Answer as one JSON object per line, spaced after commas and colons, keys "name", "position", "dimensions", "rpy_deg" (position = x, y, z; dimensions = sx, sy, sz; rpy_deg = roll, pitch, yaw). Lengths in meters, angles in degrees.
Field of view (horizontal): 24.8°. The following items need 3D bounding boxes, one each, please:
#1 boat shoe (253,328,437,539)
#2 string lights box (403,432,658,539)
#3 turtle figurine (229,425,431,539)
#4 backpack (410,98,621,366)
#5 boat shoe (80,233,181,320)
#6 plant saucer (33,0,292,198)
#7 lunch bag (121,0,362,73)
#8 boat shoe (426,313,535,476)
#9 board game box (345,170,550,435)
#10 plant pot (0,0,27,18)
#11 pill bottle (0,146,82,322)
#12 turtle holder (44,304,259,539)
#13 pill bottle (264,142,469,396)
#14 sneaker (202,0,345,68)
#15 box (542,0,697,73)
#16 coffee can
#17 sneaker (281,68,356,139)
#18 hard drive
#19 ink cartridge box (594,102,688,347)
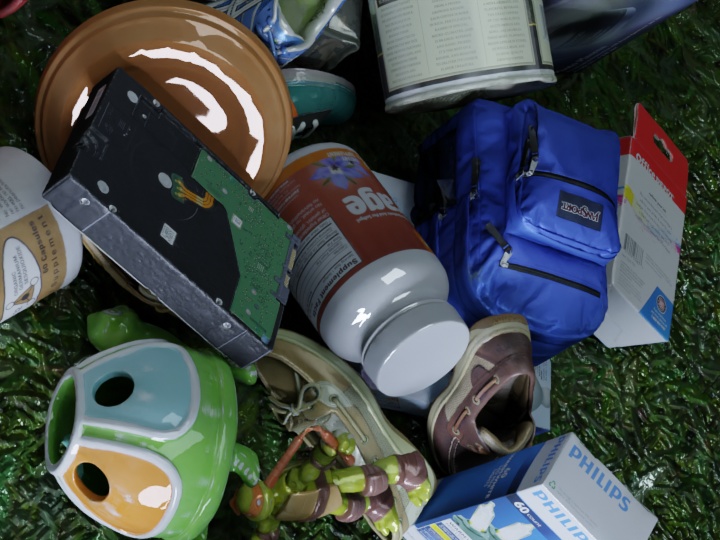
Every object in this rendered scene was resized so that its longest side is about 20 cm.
{"name": "boat shoe", "position": [-0.020, 0.132, 1.323], "dimensions": [0.201, 0.073, 0.063], "rpy_deg": [51, 50, -17]}
{"name": "string lights box", "position": [0.130, 0.203, 1.312], "dimensions": [0.103, 0.200, 0.059], "rpy_deg": [45, 55, -10]}
{"name": "turtle figurine", "position": [-0.038, 0.175, 1.241], "dimensions": [0.161, 0.200, 0.064], "rpy_deg": [3, 40, -36]}
{"name": "backpack", "position": [0.131, -0.030, 1.368], "dimensions": [0.162, 0.168, 0.200], "rpy_deg": [16, 66, -19]}
{"name": "boat shoe", "position": [-0.153, -0.002, 1.252], "dimensions": [0.200, 0.074, 0.069], "rpy_deg": [41, 15, -36]}
{"name": "plant saucer", "position": [-0.151, -0.108, 1.258], "dimensions": [0.200, 0.200, 0.037], "rpy_deg": [30, 20, -21]}
{"name": "lunch bag", "position": [-0.100, -0.268, 1.391], "dimensions": [0.200, 0.118, 0.164], "rpy_deg": [17, 62, -22]}
{"name": "boat shoe", "position": [0.105, 0.122, 1.330], "dimensions": [0.072, 0.200, 0.072], "rpy_deg": [-7, 51, -20]}
{"name": "board game box", "position": [0.076, 0.031, 1.437], "dimensions": [0.199, 0.043, 0.200], "rpy_deg": [16, 65, -29]}
{"name": "plant pot", "position": [-0.342, -0.255, 1.181], "dimensions": [0.182, 0.200, 0.201], "rpy_deg": [-30, 90, -44]}
{"name": "pill bottle", "position": [-0.306, 0.001, 1.157], "dimensions": [0.200, 0.114, 0.114], "rpy_deg": [-33, 92, -36]}
{"name": "turtle holder", "position": [-0.156, 0.103, 1.201], "dimensions": [0.132, 0.141, 0.186], "rpy_deg": [14, 67, -25]}
{"name": "pill bottle", "position": [0.000, 0.000, 1.312], "dimensions": [0.112, 0.112, 0.200], "rpy_deg": [-10, 50, -35]}
{"name": "sneaker", "position": [-0.090, -0.184, 1.283], "dimensions": [0.200, 0.077, 0.076], "rpy_deg": [-43, 114, -4]}
{"name": "box", "position": [0.174, -0.266, 1.515], "dimensions": [0.198, 0.200, 0.123], "rpy_deg": [-7, 77, -34]}
{"name": "coffee can", "position": [0.075, -0.241, 1.357], "dimensions": [0.146, 0.146, 0.200], "rpy_deg": [-9, 89, -35]}
{"name": "sneaker", "position": [-0.093, -0.122, 1.372], "dimensions": [0.200, 0.071, 0.080], "rpy_deg": [-3, 75, -25]}
{"name": "hard drive", "position": [-0.132, -0.038, 1.198], "dimensions": [0.200, 0.038, 0.140], "rpy_deg": [42, 35, -24]}
{"name": "ink cartridge box", "position": [0.247, -0.043, 1.540], "dimensions": [0.116, 0.067, 0.200], "rpy_deg": [41, 52, -42]}
